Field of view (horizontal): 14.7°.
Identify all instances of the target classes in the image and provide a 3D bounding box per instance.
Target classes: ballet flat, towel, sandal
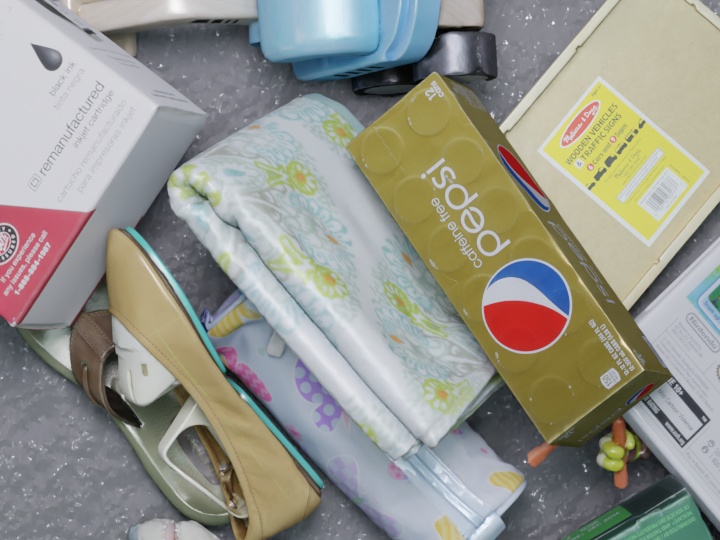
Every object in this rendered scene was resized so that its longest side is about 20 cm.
[{"bbox_3d":[-0.092,0.069,1.499,0.063,0.069,0.200,-39,111,-9],"label":"ballet flat"},{"bbox_3d":[0.000,0.000,1.498,0.048,0.171,0.200,-42,87,25],"label":"towel"},{"bbox_3d":[-0.122,0.054,1.552,0.080,0.057,0.201,-41,91,-4],"label":"sandal"}]

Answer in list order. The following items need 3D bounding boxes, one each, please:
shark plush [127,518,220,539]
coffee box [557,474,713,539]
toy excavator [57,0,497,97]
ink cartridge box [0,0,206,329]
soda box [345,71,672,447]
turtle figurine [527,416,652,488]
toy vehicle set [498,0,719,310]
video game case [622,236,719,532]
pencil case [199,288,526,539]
[{"bbox_3d":[-0.076,0.234,1.563,0.083,0.091,0.201,-7,109,15],"label":"shark plush"},{"bbox_3d":[0.165,0.229,1.522,0.122,0.044,0.201,-30,104,-5],"label":"coffee box"},{"bbox_3d":[-0.049,-0.149,1.539,0.199,0.194,0.101,-1,87,-32],"label":"toy excavator"},{"bbox_3d":[-0.208,-0.084,1.505,0.200,0.083,0.147,36,99,14],"label":"ink cartridge box"},{"bbox_3d":[0.078,-0.006,1.487,0.068,0.064,0.201,-38,73,14],"label":"soda box"},{"bbox_3d":[0.198,0.091,1.570,0.200,0.064,0.162,-38,98,-13],"label":"turtle figurine"},{"bbox_3d":[0.145,-0.065,1.592,0.124,0.027,0.200,41,85,-1],"label":"toy vehicle set"},{"bbox_3d":[0.251,0.068,1.540,0.182,0.024,0.200,-43,98,-13],"label":"video game case"},{"bbox_3d":[0.003,0.076,1.544,0.083,0.091,0.200,-43,92,-23],"label":"pencil case"}]
